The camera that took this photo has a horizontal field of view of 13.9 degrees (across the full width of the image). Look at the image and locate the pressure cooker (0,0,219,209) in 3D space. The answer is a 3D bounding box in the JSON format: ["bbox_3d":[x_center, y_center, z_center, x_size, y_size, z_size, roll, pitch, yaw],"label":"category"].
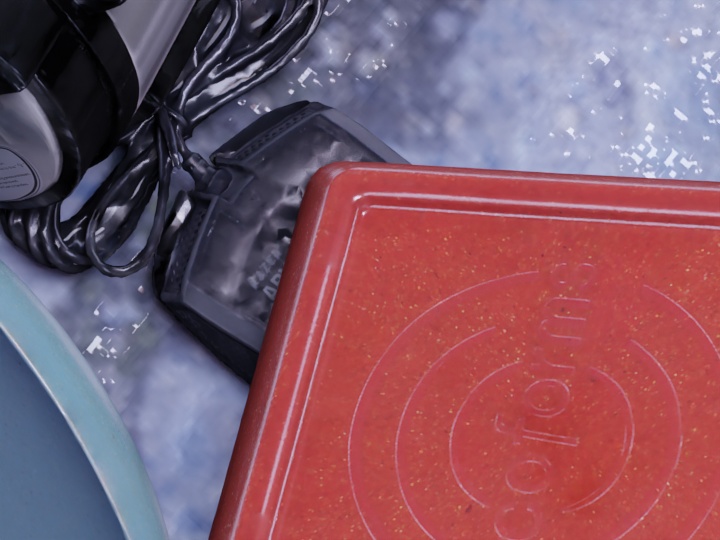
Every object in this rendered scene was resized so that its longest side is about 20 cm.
[{"bbox_3d":[-0.128,-0.112,0.861,0.178,0.176,0.201,24,68,6],"label":"pressure cooker"}]

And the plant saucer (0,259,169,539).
[{"bbox_3d":[-0.114,0.054,0.821,0.027,0.200,0.200,-34,84,-32],"label":"plant saucer"}]

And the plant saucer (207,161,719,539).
[{"bbox_3d":[0.052,0.050,0.819,0.199,0.037,0.200,4,60,20],"label":"plant saucer"}]

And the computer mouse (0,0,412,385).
[{"bbox_3d":[0.000,0.000,0.929,0.200,0.053,0.139,40,75,14],"label":"computer mouse"}]
